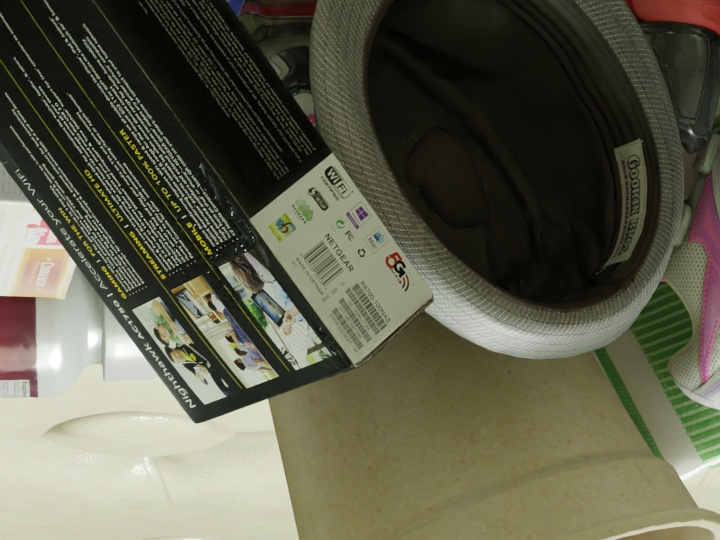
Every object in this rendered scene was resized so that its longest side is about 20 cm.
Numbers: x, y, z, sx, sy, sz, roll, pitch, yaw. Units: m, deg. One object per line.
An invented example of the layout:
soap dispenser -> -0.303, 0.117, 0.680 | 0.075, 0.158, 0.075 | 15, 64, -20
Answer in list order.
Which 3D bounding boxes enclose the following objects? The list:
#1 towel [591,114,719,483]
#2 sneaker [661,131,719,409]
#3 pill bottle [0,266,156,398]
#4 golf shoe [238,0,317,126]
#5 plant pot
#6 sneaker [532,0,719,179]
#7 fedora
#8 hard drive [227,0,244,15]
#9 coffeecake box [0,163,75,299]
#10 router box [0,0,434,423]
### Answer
towel -> 0.192, -0.005, 1.052 | 0.200, 0.153, 0.023 | -34, 157, 16
sneaker -> 0.173, -0.026, 1.007 | 0.088, 0.201, 0.081 | -4, 168, 23
pill bottle -> -0.215, 0.018, 1.249 | 0.199, 0.110, 0.110 | -1, 162, -8
golf shoe -> -0.036, -0.059, 1.061 | 0.072, 0.093, 0.200 | -2, 164, -1
plant pot -> 0.038, 0.076, 1.008 | 0.199, 0.184, 0.201 | -20, 159, -8
sneaker -> 0.084, -0.072, 1.023 | 0.200, 0.099, 0.071 | -15, 160, 38
fedora -> 0.042, -0.054, 0.922 | 0.200, 0.177, 0.090 | 50, 148, -13
hard drive -> -0.155, -0.120, 0.968 | 0.199, 0.026, 0.132 | 3, 161, -14
coffeecake box -> -0.239, -0.044, 1.118 | 0.199, 0.074, 0.154 | 3, 161, -13
router box -> -0.077, -0.042, 0.869 | 0.051, 0.200, 0.149 | -40, -171, -30
